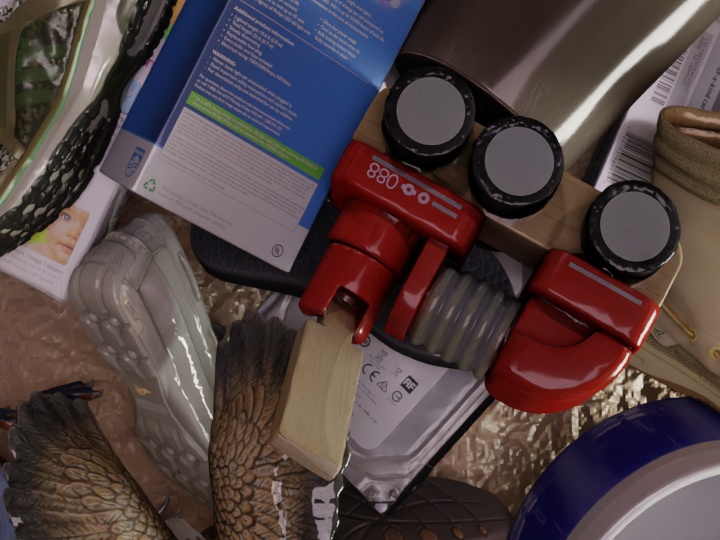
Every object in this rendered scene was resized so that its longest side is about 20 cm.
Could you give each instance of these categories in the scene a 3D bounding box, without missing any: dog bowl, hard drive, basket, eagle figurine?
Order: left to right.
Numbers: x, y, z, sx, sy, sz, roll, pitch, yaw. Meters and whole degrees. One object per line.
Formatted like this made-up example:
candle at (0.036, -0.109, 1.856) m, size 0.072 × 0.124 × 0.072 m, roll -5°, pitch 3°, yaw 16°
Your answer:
eagle figurine at (-0.079, 0.144, 0.679) m, size 0.149 × 0.152 × 0.203 m, roll 3°, pitch 120°, yaw 28°
hard drive at (0.033, 0.022, 0.785) m, size 0.140 × 0.038 × 0.200 m, roll 43°, pitch 88°, yaw 15°
basket at (0.121, -0.160, 0.735) m, size 0.179 × 0.136 × 0.201 m, roll 32°, pitch 81°, yaw 30°
dog bowl at (0.185, 0.179, 0.775) m, size 0.197 × 0.079 × 0.203 m, roll -6°, pitch 113°, yaw -14°

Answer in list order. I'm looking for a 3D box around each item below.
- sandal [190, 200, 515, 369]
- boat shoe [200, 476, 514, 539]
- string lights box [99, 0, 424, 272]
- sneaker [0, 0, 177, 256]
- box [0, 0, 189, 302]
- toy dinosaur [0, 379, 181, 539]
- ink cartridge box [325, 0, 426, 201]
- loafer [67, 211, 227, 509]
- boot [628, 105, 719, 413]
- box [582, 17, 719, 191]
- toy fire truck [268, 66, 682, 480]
sandal at (0.000, -0.001, 0.758) m, size 0.198 × 0.043 × 0.077 m, roll 22°, pitch 73°, yaw 17°
boat shoe at (-0.004, 0.177, 0.801) m, size 0.197 × 0.076 × 0.073 m, roll -9°, pitch 119°, yaw -2°
string lights box at (-0.042, -0.114, 0.701) m, size 0.102 × 0.059 × 0.202 m, roll 28°, pitch 89°, yaw -31°
sneaker at (-0.164, -0.099, 0.672) m, size 0.088 × 0.077 × 0.202 m, roll 27°, pitch 85°, yaw 6°
box at (-0.165, -0.100, 0.750) m, size 0.111 × 0.101 × 0.202 m, roll 26°, pitch 90°, yaw -6°
toy dinosaur at (-0.178, 0.162, 0.796) m, size 0.198 × 0.105 × 0.185 m, roll 9°, pitch 108°, yaw 31°
ink cartridge box at (-0.032, -0.118, 0.782) m, size 0.103 × 0.059 × 0.202 m, roll 26°, pitch 90°, yaw -6°
loafer at (-0.097, 0.058, 0.754) m, size 0.070 × 0.069 × 0.202 m, roll -50°, pitch 140°, yaw -34°
boot at (0.234, 0.007, 0.726) m, size 0.198 × 0.072 × 0.157 m, roll 27°, pitch 123°, yaw 29°
box at (0.244, -0.055, 0.821) m, size 0.198 × 0.041 × 0.158 m, roll 24°, pitch 92°, yaw -5°
toy fire truck at (0.044, 0.024, 0.657) m, size 0.174 × 0.129 × 0.202 m, roll 29°, pitch 79°, yaw 5°
